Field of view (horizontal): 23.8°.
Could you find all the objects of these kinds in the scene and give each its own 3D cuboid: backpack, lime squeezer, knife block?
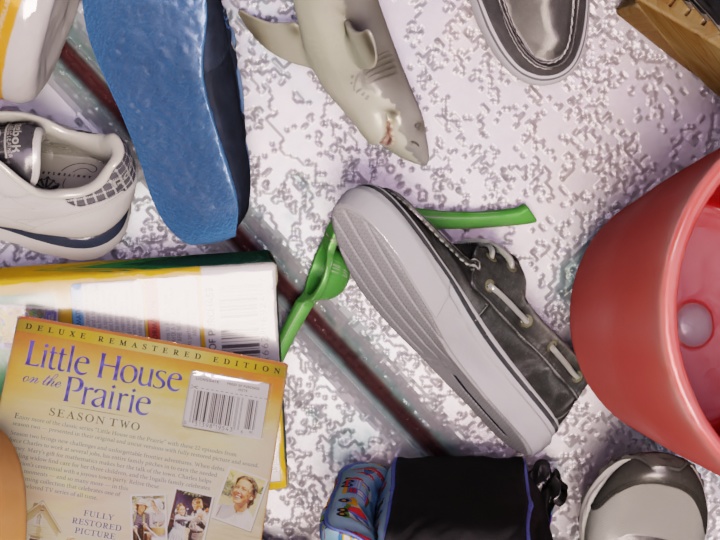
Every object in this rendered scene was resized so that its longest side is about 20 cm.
[{"bbox_3d":[0.046,0.215,0.924,0.133,0.183,0.202,1,102,4],"label":"backpack"},{"bbox_3d":[0.000,0.000,0.975,0.199,0.038,0.071,-36,128,0],"label":"lime squeezer"},{"bbox_3d":[0.205,-0.136,0.896,0.200,0.176,0.064,38,93,-6],"label":"knife block"}]

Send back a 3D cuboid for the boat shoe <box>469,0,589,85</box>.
[{"bbox_3d":[0.093,-0.203,0.938,0.069,0.066,0.202,-4,96,-3],"label":"boat shoe"}]

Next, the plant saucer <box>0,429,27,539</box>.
[{"bbox_3d":[-0.225,0.166,0.823,0.037,0.200,0.201,22,95,-32],"label":"plant saucer"}]

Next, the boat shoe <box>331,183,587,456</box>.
[{"bbox_3d":[0.058,0.015,0.948,0.071,0.072,0.200,-48,122,-16],"label":"boat shoe"}]

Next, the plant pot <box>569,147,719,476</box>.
[{"bbox_3d":[0.208,0.024,0.896,0.199,0.177,0.202,1,87,-17],"label":"plant pot"}]

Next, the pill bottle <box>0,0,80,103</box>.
[{"bbox_3d":[-0.249,-0.173,0.898,0.199,0.116,0.117,20,94,-4],"label":"pill bottle"}]

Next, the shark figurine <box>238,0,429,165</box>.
[{"bbox_3d":[0.003,-0.166,0.911,0.128,0.215,0.089,35,62,21],"label":"shark figurine"}]

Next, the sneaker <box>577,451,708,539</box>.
[{"bbox_3d":[0.151,0.192,0.947,0.073,0.079,0.202,8,115,-4],"label":"sneaker"}]

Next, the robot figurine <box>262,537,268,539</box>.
[{"bbox_3d":[-0.130,0.195,0.968,0.198,0.058,0.146,6,94,-4],"label":"robot figurine"}]

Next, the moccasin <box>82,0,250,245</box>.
[{"bbox_3d":[-0.105,-0.115,0.923,0.080,0.068,0.202,-2,112,12],"label":"moccasin"}]

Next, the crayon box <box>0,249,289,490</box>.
[{"bbox_3d":[-0.142,0.060,0.936,0.198,0.052,0.127,-3,99,-6],"label":"crayon box"}]

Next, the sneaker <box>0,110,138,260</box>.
[{"bbox_3d":[-0.219,-0.059,0.918,0.198,0.081,0.077,3,68,-9],"label":"sneaker"}]

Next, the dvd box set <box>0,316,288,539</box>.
[{"bbox_3d":[-0.121,0.131,0.856,0.145,0.029,0.202,10,67,-6],"label":"dvd box set"}]
